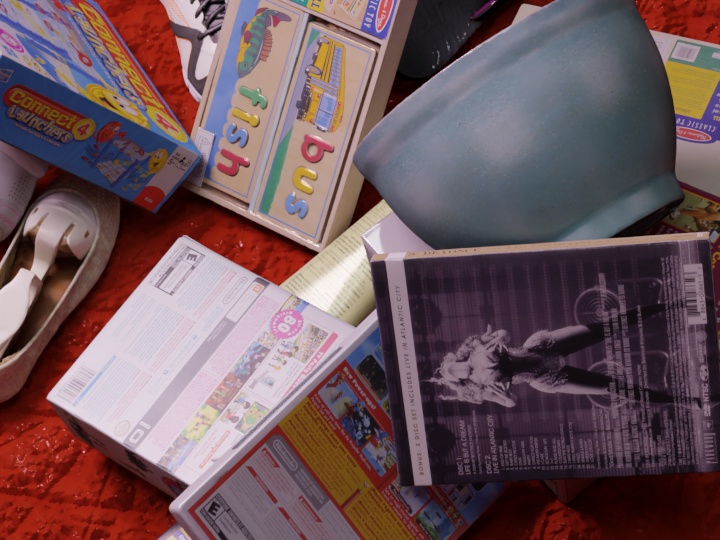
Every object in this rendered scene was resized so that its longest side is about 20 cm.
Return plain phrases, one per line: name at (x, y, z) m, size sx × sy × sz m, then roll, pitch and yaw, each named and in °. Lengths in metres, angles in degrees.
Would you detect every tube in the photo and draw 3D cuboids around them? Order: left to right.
tube at (0.000, 0.000, 1.677) m, size 0.200 × 0.052 × 0.058 m, roll -42°, pitch 18°, yaw -10°

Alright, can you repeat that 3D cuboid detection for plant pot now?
plant pot at (0.113, -0.065, 1.515) m, size 0.200 × 0.200 × 0.134 m, roll -31°, pitch 82°, yaw -9°

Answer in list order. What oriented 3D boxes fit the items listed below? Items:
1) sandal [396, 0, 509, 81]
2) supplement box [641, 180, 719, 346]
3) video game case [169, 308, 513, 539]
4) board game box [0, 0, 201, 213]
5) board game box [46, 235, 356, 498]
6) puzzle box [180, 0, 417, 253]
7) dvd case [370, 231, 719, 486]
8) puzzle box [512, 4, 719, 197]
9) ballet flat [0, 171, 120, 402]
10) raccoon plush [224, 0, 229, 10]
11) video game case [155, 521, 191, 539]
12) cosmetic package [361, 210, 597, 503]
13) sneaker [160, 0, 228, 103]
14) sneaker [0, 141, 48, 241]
sandal at (0.088, -0.217, 1.783) m, size 0.075 × 0.048 × 0.201 m, roll 40°, pitch 74°, yaw -10°
supplement box at (0.224, 0.024, 1.581) m, size 0.200 × 0.086 × 0.110 m, roll 25°, pitch 65°, yaw 27°
video game case at (-0.004, 0.131, 1.514) m, size 0.200 × 0.143 × 0.017 m, roll -43°, pitch 17°, yaw -22°
board game box at (-0.229, -0.149, 1.725) m, size 0.056 × 0.196 × 0.200 m, roll -48°, pitch 49°, yaw 14°
board game box at (-0.076, 0.084, 1.594) m, size 0.200 × 0.064 × 0.148 m, roll 28°, pitch 68°, yaw 30°
puzzle box at (-0.043, -0.126, 1.705) m, size 0.133 × 0.025 × 0.201 m, roll 25°, pitch 108°, yaw 27°
dvd case at (0.112, 0.054, 1.471) m, size 0.199 × 0.149 × 0.016 m, roll -4°, pitch 21°, yaw 10°
puzzle box at (0.179, -0.108, 1.705) m, size 0.199 × 0.025 × 0.133 m, roll 15°, pitch 58°, yaw 22°
ballet flat at (-0.217, 0.002, 1.710) m, size 0.067 × 0.062 × 0.201 m, roll 21°, pitch 63°, yaw 4°
raccoon plush at (-0.004, -0.176, 1.739) m, size 0.097 × 0.134 × 0.200 m, roll -14°, pitch 70°, yaw -48°
video game case at (-0.076, 0.241, 1.542) m, size 0.181 × 0.026 × 0.200 m, roll -40°, pitch 56°, yaw -14°
cosmetic package at (0.081, 0.050, 1.580) m, size 0.051 × 0.083 × 0.200 m, roll -36°, pitch 65°, yaw -11°
sneaker at (-0.113, -0.191, 1.811) m, size 0.074 × 0.080 × 0.200 m, roll -26°, pitch 56°, yaw -7°
sneaker at (-0.309, -0.066, 1.757) m, size 0.199 × 0.081 × 0.089 m, roll 4°, pitch 66°, yaw 38°
